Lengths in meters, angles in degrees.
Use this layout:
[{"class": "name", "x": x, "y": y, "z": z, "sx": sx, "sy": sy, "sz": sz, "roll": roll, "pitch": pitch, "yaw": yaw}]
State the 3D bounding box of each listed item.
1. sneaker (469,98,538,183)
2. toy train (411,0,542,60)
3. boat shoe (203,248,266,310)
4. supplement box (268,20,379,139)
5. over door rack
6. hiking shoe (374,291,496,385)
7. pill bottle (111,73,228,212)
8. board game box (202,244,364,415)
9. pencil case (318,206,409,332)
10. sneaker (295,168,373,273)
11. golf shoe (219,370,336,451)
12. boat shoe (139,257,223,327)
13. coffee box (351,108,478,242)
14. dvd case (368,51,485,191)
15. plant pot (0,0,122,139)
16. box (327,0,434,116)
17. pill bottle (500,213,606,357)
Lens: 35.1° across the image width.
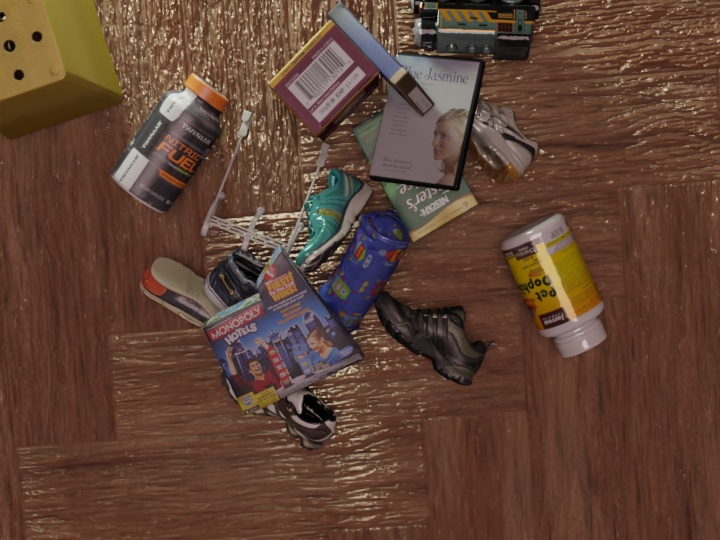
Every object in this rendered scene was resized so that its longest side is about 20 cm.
[{"class": "sneaker", "x": 0.187, "y": -0.227, "z": 1.737, "sx": 0.087, "sy": 0.076, "sz": 0.201, "roll": -38, "pitch": 83, "yaw": -25}, {"class": "toy train", "x": 0.172, "y": -0.374, "z": 1.696, "sx": 0.196, "sy": 0.086, "sz": 0.116, "roll": 3, "pitch": 66, "yaw": 1}, {"class": "boat shoe", "x": -0.145, "y": 0.058, "z": 1.734, "sx": 0.200, "sy": 0.071, "sz": 0.091, "roll": 41, "pitch": 132, "yaw": -8}, {"class": "supplement box", "x": -0.050, "y": -0.272, "z": 1.665, "sx": 0.131, "sy": 0.200, "sz": 0.103, "roll": -45, "pitch": 93, "yaw": 4}, {"class": "over door rack", "x": -0.145, "y": -0.121, "z": 1.752, "sx": 0.146, "sy": 0.067, "sz": 0.203, "roll": 20, "pitch": 83, "yaw": -2}, {"class": "hiking shoe", "x": 0.112, "y": 0.086, "z": 1.762, "sx": 0.199, "sy": 0.076, "sz": 0.101, "roll": 39, "pitch": 80, "yaw": -6}, {"class": "pill bottle", "x": -0.283, "y": -0.197, "z": 1.725, "sx": 0.106, "sy": 0.106, "sz": 0.201, "roll": 35, "pitch": 95, "yaw": -1}, {"class": "board game box", "x": -0.123, "y": 0.077, "z": 1.673, "sx": 0.197, "sy": 0.062, "sz": 0.202, "roll": -24, "pitch": 103, "yaw": -2}, {"class": "pencil case", "x": 0.000, "y": 0.000, "z": 1.711, "sx": 0.087, "sy": 0.078, "sz": 0.201, "roll": 40, "pitch": 122, "yaw": 16}, {"class": "sneaker", "x": -0.054, "y": -0.074, "z": 1.707, "sx": 0.079, "sy": 0.201, "sz": 0.078, "roll": 35, "pitch": 139, "yaw": -6}, {"class": "golf shoe", "x": -0.119, "y": 0.190, "z": 1.749, "sx": 0.198, "sy": 0.095, "sz": 0.078, "roll": 32, "pitch": 53, "yaw": -6}, {"class": "boat shoe", "x": -0.249, "y": 0.054, "z": 1.765, "sx": 0.198, "sy": 0.072, "sz": 0.063, "roll": 32, "pitch": 132, "yaw": -14}, {"class": "coffee box", "x": 0.084, "y": -0.159, "z": 1.748, "sx": 0.122, "sy": 0.044, "sz": 0.202, "roll": -28, "pitch": 93, "yaw": 3}, {"class": "dvd case", "x": 0.099, "y": -0.223, "z": 1.687, "sx": 0.140, "sy": 0.018, "sz": 0.203, "roll": 8, "pitch": 79, "yaw": 22}, {"class": "plant pot", "x": -0.493, "y": -0.323, "z": 1.686, "sx": 0.197, "sy": 0.176, "sz": 0.203, "roll": -17, "pitch": 94, "yaw": 3}, {"class": "box", "x": 0.022, "y": -0.319, "z": 1.665, "sx": 0.032, "sy": 0.121, "sz": 0.201, "roll": -42, "pitch": 64, "yaw": 7}, {"class": "pill bottle", "x": 0.298, "y": 0.024, "z": 1.724, "sx": 0.108, "sy": 0.109, "sz": 0.202, "roll": -26, "pitch": 93, "yaw": 3}]
